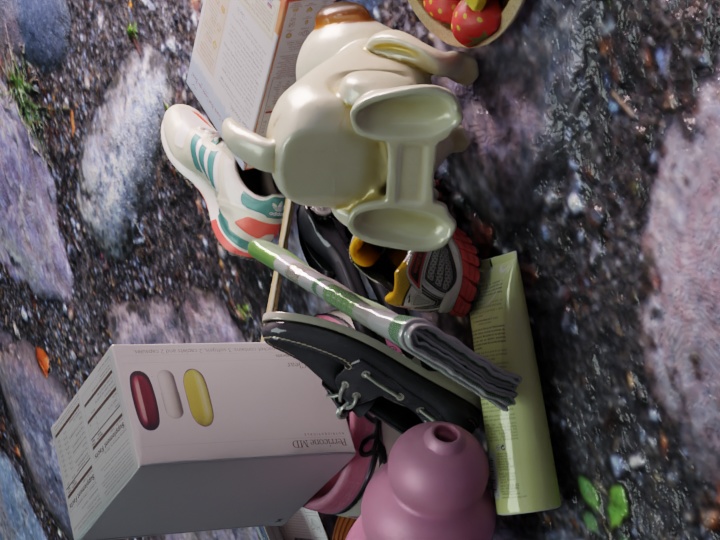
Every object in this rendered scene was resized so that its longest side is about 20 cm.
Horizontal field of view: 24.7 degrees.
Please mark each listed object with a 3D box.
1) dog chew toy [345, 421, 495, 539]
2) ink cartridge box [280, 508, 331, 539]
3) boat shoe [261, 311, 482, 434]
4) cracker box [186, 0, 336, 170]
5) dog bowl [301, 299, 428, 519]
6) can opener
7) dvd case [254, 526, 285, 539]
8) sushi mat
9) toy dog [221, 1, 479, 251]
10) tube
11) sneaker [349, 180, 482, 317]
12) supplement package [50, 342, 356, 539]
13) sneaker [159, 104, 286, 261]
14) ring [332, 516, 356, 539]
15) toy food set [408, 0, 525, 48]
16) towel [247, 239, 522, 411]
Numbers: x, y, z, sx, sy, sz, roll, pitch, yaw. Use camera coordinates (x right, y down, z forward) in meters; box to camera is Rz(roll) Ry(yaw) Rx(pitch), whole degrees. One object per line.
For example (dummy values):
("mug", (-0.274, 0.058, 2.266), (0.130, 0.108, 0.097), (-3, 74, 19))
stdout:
("dog chew toy", (0.052, 0.202, 1.303), (0.125, 0.124, 0.200), (49, 142, 39))
("ink cartridge box", (-0.063, 0.179, 1.610), (0.109, 0.050, 0.200), (-10, 102, 60))
("boat shoe", (0.006, 0.093, 1.320), (0.063, 0.200, 0.073), (-68, 14, -15))
("cracker box", (-0.094, -0.211, 1.507), (0.134, 0.058, 0.200), (56, 144, 33))
("dog bowl", (-0.019, 0.126, 1.460), (0.200, 0.074, 0.201), (3, 94, 58))
("can opener", (0.000, 0.000, 1.423), (0.200, 0.063, 0.079), (58, 166, 35))
("dvd case", (-0.103, 0.242, 1.667), (0.200, 0.018, 0.143), (101, 146, -73))
("sushi mat", (-0.069, -0.025, 1.479), (0.096, 0.012, 0.200), (169, 111, -85))
("toy dog", (-0.002, -0.120, 1.274), (0.200, 0.193, 0.140), (-87, -10, -56))
("tube", (0.117, 0.088, 1.278), (0.058, 0.052, 0.200), (-11, 84, 21))
("sneaker", (0.025, -0.041, 1.333), (0.200, 0.082, 0.078), (58, 139, 46))
("supplement package", (-0.134, 0.144, 1.386), (0.156, 0.200, 0.111), (-48, 51, 47))
("sneaker", (-0.126, -0.108, 1.609), (0.093, 0.070, 0.200), (-54, 52, 33))
("ring", (0.034, 0.289, 1.485), (0.200, 0.019, 0.201), (11, 105, 49))
("toy food set", (0.065, -0.265, 1.221), (0.200, 0.049, 0.198), (57, 145, 32))
("towel", (0.018, 0.035, 1.255), (0.200, 0.149, 0.031), (30, 87, 46))
